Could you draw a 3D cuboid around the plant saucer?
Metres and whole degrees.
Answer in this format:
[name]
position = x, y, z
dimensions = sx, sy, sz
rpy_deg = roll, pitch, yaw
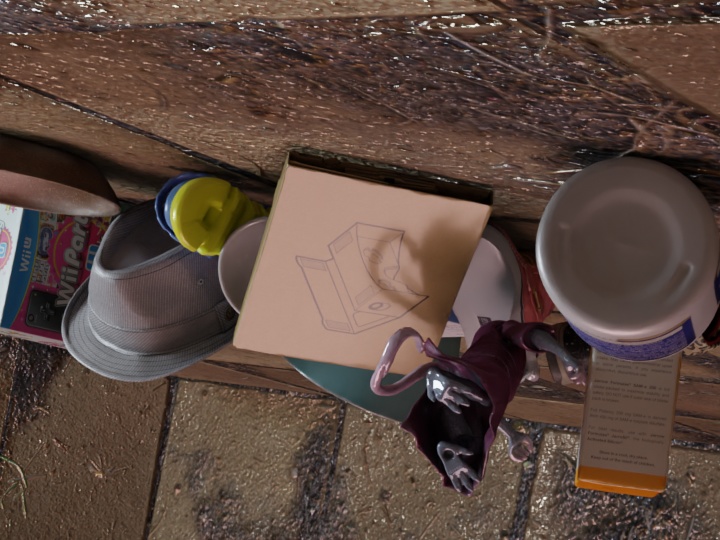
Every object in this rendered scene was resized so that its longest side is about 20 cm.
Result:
[plant saucer]
position = -0.302, -0.086, 1.617
dimensions = 0.200, 0.037, 0.200
rpy_deg = 11, 173, 1

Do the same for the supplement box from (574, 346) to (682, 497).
[supplement box]
position = 0.223, 0.081, 1.533
dimensions = 0.073, 0.201, 0.126
rpy_deg = 7, 172, 7

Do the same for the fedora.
[fedora]
position = -0.174, 0.000, 1.651
dimensions = 0.200, 0.091, 0.177
rpy_deg = -31, -136, -27

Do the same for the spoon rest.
[spoon rest]
position = -0.017, -0.007, 1.513
dimensions = 0.199, 0.100, 0.061
rpy_deg = -11, -158, 5

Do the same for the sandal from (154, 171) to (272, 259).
[sandal]
position = -0.099, -0.032, 1.587
dimensions = 0.200, 0.080, 0.087
rpy_deg = 35, 173, -41

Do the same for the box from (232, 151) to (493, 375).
[box]
position = 0.000, 0.000, 1.461
dimensions = 0.163, 0.021, 0.200
rpy_deg = 10, 133, -10

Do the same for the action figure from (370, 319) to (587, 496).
[action figure]
position = 0.094, 0.091, 1.513
dimensions = 0.149, 0.134, 0.200
rpy_deg = 32, -148, 4

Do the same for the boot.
[boot]
position = 0.271, 0.052, 1.727
dimensions = 0.153, 0.074, 0.203
rpy_deg = -15, -178, 28

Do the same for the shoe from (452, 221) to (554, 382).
[shoe]
position = 0.123, 0.005, 1.622
dimensions = 0.071, 0.091, 0.200
rpy_deg = 10, 143, 23

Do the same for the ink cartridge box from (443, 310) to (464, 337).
[ink cartridge box]
position = 0.022, 0.006, 1.722
dimensions = 0.199, 0.077, 0.136
rpy_deg = 13, 171, -29

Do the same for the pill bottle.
[pill bottle]
position = 0.190, 0.000, 1.292
dimensions = 0.119, 0.120, 0.200
rpy_deg = 8, 172, 13

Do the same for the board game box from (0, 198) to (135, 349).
[board game box]
position = -0.266, 0.003, 1.803
dimensions = 0.200, 0.148, 0.064
rpy_deg = 16, 172, -40

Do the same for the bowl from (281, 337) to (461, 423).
[bowl]
position = 0.023, 0.063, 1.892
dimensions = 0.200, 0.105, 0.201
rpy_deg = 24, -167, -6
